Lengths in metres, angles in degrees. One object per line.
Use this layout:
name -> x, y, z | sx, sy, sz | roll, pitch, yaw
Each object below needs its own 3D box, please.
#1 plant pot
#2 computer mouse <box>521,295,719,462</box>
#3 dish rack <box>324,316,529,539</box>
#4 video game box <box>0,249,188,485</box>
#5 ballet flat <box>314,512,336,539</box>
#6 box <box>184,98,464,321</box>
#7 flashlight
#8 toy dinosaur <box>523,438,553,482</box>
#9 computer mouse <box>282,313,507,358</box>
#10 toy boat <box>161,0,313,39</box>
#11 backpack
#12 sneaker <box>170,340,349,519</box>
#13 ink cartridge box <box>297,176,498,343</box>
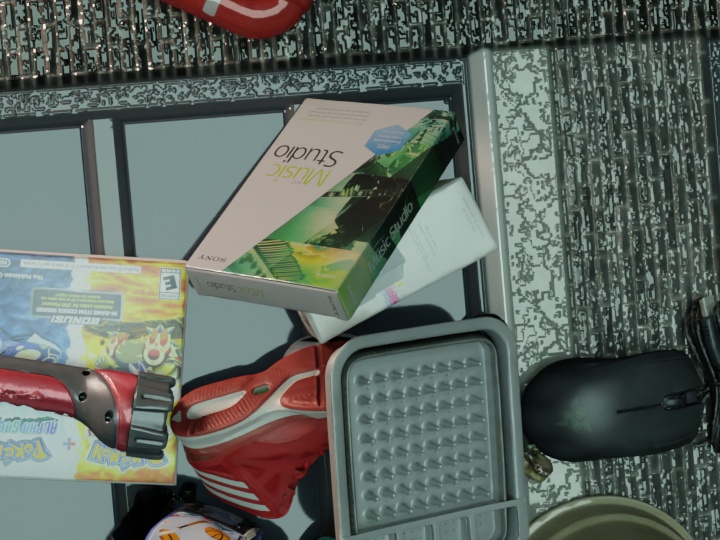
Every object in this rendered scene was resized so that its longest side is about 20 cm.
plant pot -> 0.218, 0.292, 1.280 | 0.200, 0.183, 0.201 | 0, 91, -7
computer mouse -> 0.233, 0.105, 1.338 | 0.199, 0.053, 0.139 | -12, 94, -11
dish rack -> 0.045, 0.139, 1.216 | 0.171, 0.044, 0.201 | -7, 97, -30
video game box -> -0.242, 0.077, 1.286 | 0.199, 0.047, 0.183 | 3, 93, -7
ballet flat -> 0.002, 0.222, 1.308 | 0.073, 0.073, 0.200 | 24, 88, -7
box -> -0.026, -0.052, 1.231 | 0.200, 0.144, 0.036 | -59, 141, -32
flashlight -> -0.245, 0.100, 1.230 | 0.199, 0.068, 0.068 | 8, 93, -9
toy dinosaur -> 0.062, 0.163, 1.277 | 0.200, 0.047, 0.088 | 15, 92, -35
computer mouse -> 0.034, 0.091, 1.322 | 0.199, 0.044, 0.110 | 0, 92, -8
toy boat -> -0.119, -0.271, 1.252 | 0.200, 0.131, 0.131 | 23, 88, -7
backpack -> -0.132, 0.276, 1.220 | 0.154, 0.190, 0.201 | 12, 88, 11
sneaker -> -0.043, 0.131, 1.288 | 0.199, 0.078, 0.116 | -11, 128, 8
ink cartridge box -> 0.000, 0.000, 1.279 | 0.200, 0.117, 0.067 | -28, 94, -4
